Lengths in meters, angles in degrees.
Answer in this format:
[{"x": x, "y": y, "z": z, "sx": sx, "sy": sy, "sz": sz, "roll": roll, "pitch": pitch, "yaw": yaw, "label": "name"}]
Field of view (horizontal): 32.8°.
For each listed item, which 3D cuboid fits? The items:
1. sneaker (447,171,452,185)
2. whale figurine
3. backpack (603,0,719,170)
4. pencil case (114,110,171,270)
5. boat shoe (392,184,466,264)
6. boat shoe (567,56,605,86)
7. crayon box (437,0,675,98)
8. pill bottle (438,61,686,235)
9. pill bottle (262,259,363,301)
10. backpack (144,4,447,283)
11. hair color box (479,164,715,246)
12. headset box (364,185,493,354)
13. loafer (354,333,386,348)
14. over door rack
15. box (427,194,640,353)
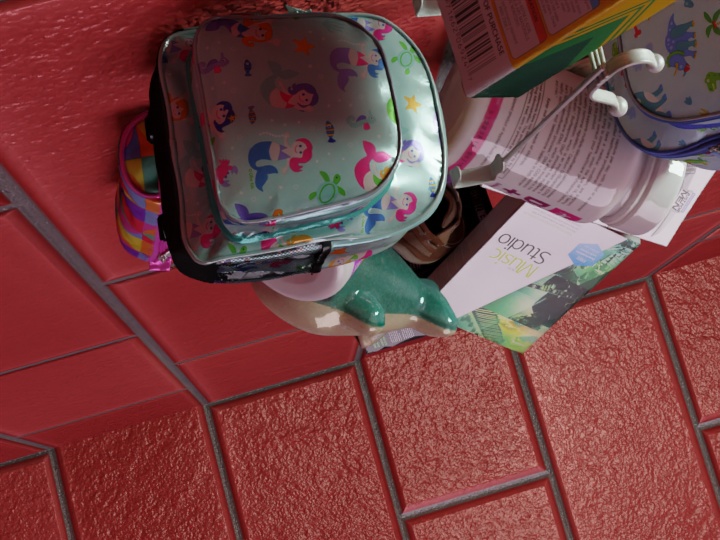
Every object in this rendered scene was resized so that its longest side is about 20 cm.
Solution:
[{"x": 0.103, "y": -0.116, "z": 1.261, "sx": 0.197, "sy": 0.074, "sz": 0.114, "roll": 0, "pitch": 169, "yaw": -17, "label": "sneaker"}, {"x": 0.000, "y": 0.000, "z": 1.103, "sx": 0.197, "sy": 0.105, "sz": 0.159, "roll": 15, "pitch": -160, "yaw": -19, "label": "whale figurine"}, {"x": 0.273, "y": -0.173, "z": 0.915, "sx": 0.145, "sy": 0.186, "sz": 0.199, "roll": 3, "pitch": 167, "yaw": -39, "label": "backpack"}, {"x": -0.167, "y": -0.065, "z": 1.036, "sx": 0.087, "sy": 0.090, "sz": 0.200, "roll": -14, "pitch": 167, "yaw": -14, "label": "pencil case"}, {"x": 0.066, "y": -0.051, "z": 1.203, "sx": 0.071, "sy": 0.077, "sz": 0.199, "roll": -12, "pitch": 172, "yaw": 26, "label": "boat shoe"}, {"x": 0.227, "y": -0.177, "z": 1.214, "sx": 0.063, "sy": 0.072, "sz": 0.200, "roll": -58, "pitch": 174, "yaw": -17, "label": "boat shoe"}, {"x": 0.124, "y": -0.196, "z": 0.689, "sx": 0.051, "sy": 0.128, "sz": 0.199, "roll": -8, "pitch": 167, "yaw": -41, "label": "crayon box"}, {"x": 0.166, "y": -0.108, "z": 1.029, "sx": 0.198, "sy": 0.115, "sz": 0.113, "roll": 21, "pitch": 158, "yaw": -15, "label": "pill bottle"}, {"x": -0.014, "y": -0.072, "z": 1.006, "sx": 0.104, "sy": 0.105, "sz": 0.201, "roll": -26, "pitch": -161, "yaw": 44, "label": "pill bottle"}, {"x": -0.038, "y": -0.091, "z": 0.846, "sx": 0.197, "sy": 0.180, "sz": 0.150, "roll": -6, "pitch": 169, "yaw": -19, "label": "backpack"}, {"x": 0.221, "y": -0.108, "z": 1.142, "sx": 0.197, "sy": 0.064, "sz": 0.112, "roll": 18, "pitch": 128, "yaw": -10, "label": "hair color box"}, {"x": 0.063, "y": -0.016, "z": 1.394, "sx": 0.197, "sy": 0.175, "sz": 0.094, "roll": -17, "pitch": 128, "yaw": 5, "label": "headset box"}, {"x": -0.043, "y": -0.007, "z": 1.228, "sx": 0.063, "sy": 0.200, "sz": 0.072, "roll": -46, "pitch": 170, "yaw": -8, "label": "loafer"}, {"x": 0.119, "y": -0.161, "z": 0.818, "sx": 0.066, "sy": 0.150, "sz": 0.200, "roll": -4, "pitch": 164, "yaw": -29, "label": "over door rack"}, {"x": 0.171, "y": -0.003, "z": 1.268, "sx": 0.143, "sy": 0.037, "sz": 0.200, "roll": 22, "pitch": 132, "yaw": -24, "label": "box"}]
